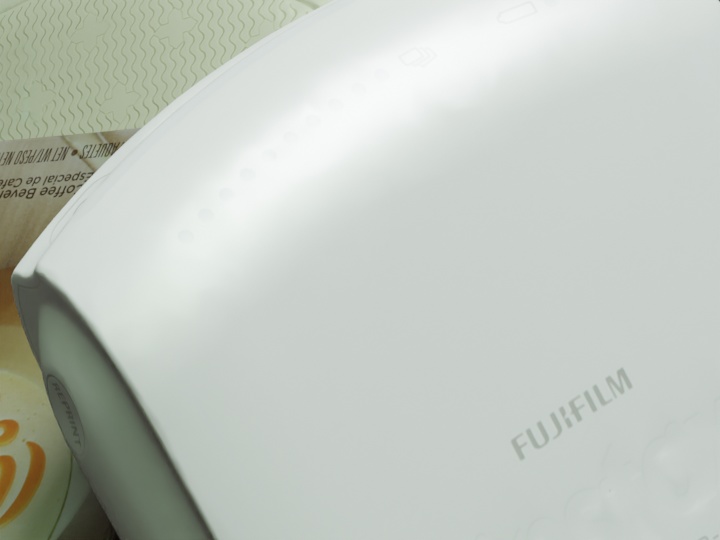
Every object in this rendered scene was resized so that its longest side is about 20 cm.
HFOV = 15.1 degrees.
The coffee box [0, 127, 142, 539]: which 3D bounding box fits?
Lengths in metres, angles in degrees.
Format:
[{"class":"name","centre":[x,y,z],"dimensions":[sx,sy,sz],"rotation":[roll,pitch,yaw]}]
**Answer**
[{"class":"coffee box","centre":[-0.072,0.072,0.613],"dimensions":[0.114,0.080,0.201],"rotation":[-4,55,36]}]

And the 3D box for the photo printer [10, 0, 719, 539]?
[{"class":"photo printer","centre":[0.034,0.038,0.558],"dimensions":[0.166,0.069,0.201],"rotation":[-31,97,-20]}]

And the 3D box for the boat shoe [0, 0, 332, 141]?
[{"class":"boat shoe","centre":[-0.077,-0.035,0.724],"dimensions":[0.199,0.068,0.072],"rotation":[-10,64,29]}]
